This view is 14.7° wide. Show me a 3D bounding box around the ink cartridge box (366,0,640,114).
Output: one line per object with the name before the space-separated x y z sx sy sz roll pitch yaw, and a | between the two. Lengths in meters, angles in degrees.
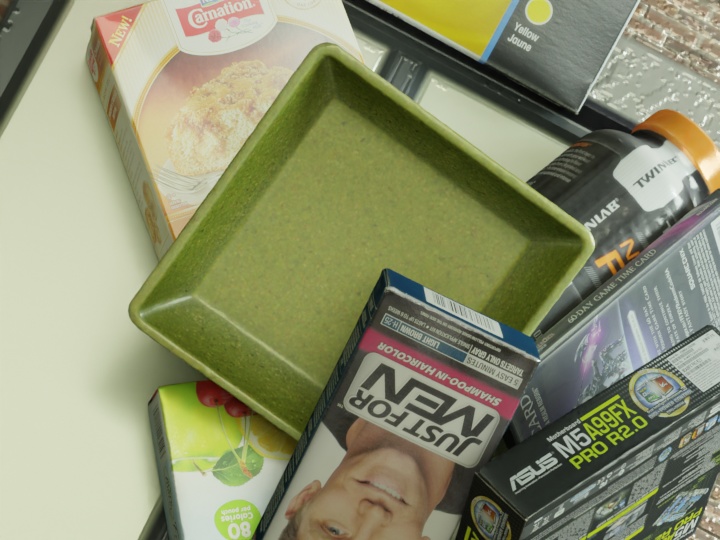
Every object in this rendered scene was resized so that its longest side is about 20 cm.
ink cartridge box | 0.100 -0.233 1.772 0.197 0.047 0.201 28 97 -2

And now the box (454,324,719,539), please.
box | 0.135 0.136 1.626 0.200 0.161 0.044 -29 59 -33

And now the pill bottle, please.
pill bottle | 0.137 -0.016 1.722 0.200 0.106 0.106 -39 85 -19

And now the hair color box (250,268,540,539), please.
hair color box | 0.014 0.112 1.584 0.100 0.061 0.201 25 100 -5

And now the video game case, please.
video game case | 0.170 0.062 1.704 0.200 0.143 0.019 -38 41 -18

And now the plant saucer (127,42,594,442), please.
plant saucer | 0.000 0.000 1.618 0.200 0.048 0.200 36 98 -7

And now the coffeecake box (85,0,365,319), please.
coffeecake box | -0.064 -0.075 1.713 0.153 0.073 0.201 -18 79 -14

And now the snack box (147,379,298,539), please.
snack box | -0.041 0.161 1.662 0.141 0.053 0.201 -7 77 -13
